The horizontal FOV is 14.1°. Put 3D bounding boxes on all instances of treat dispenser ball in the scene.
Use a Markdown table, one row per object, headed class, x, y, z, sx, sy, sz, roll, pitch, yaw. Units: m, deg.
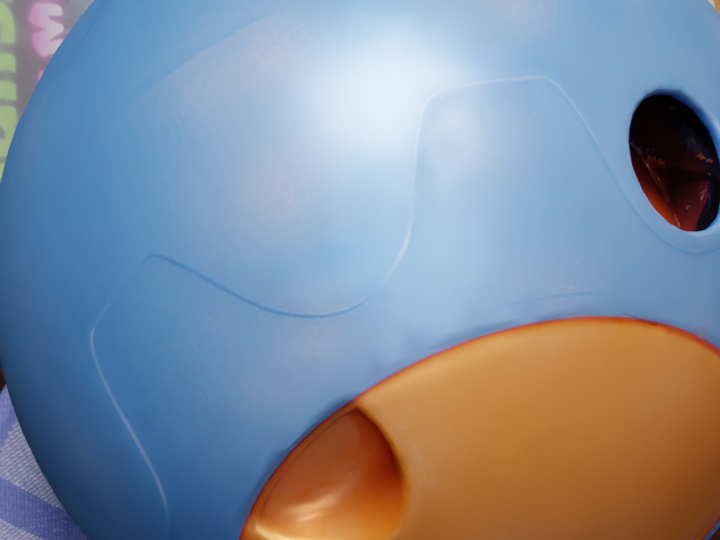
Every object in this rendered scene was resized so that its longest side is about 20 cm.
| class | x | y | z | sx | sy | sz | roll | pitch | yaw |
| --- | --- | --- | --- | --- | --- | --- | --- | --- | --- |
| treat dispenser ball | 0.009 | 0.001 | 0.718 | 0.200 | 0.201 | 0.202 | 0 | 86 | -4 |

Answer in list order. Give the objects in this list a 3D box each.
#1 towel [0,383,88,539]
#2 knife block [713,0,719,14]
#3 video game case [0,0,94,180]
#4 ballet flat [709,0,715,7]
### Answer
| class | x | y | z | sx | sy | sz | roll | pitch | yaw |
| --- | --- | --- | --- | --- | --- | --- | --- | --- | --- |
| towel | -0.018 | 0.094 | 0.792 | 0.199 | 0.024 | 0.147 | 26 | 57 | -6 |
| knife block | 0.207 | -0.092 | 0.845 | 0.175 | 0.200 | 0.064 | 10 | 81 | -37 |
| video game case | -0.106 | -0.100 | 0.800 | 0.181 | 0.023 | 0.201 | -1 | 105 | 0 |
| ballet flat | 0.093 | -0.030 | 0.825 | 0.073 | 0.073 | 0.200 | -38 | 88 | -6 |
